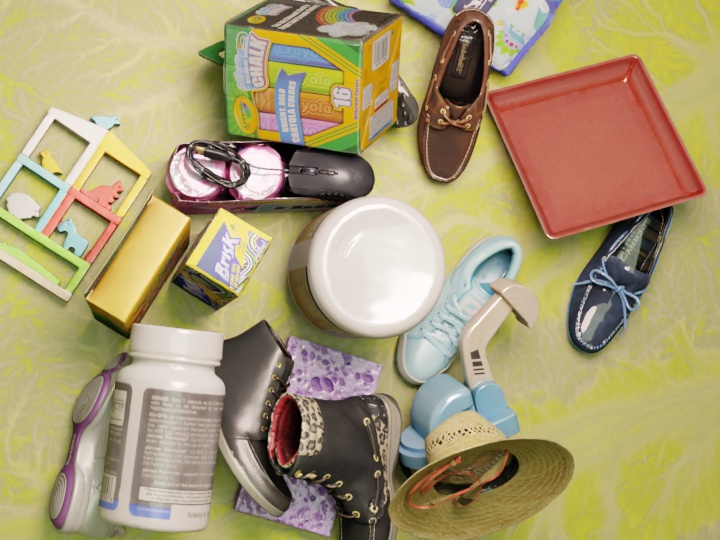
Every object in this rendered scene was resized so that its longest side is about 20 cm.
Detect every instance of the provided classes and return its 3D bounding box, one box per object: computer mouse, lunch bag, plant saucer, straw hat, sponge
[{"bbox_3d":[-0.081,-0.107,1.501,0.199,0.034,0.059,6,85,-11],"label":"computer mouse"},{"bbox_3d":[0.150,-0.346,1.646,0.170,0.127,0.200,32,94,-10],"label":"lunch bag"},{"bbox_3d":[0.264,-0.137,1.662,0.199,0.037,0.201,-16,67,-12],"label":"plant saucer"},{"bbox_3d":[0.113,0.192,1.491,0.200,0.201,0.085,-11,52,-12],"label":"straw hat"},{"bbox_3d":[-0.058,0.183,1.601,0.111,0.030,0.201,19,82,-9],"label":"sponge"}]

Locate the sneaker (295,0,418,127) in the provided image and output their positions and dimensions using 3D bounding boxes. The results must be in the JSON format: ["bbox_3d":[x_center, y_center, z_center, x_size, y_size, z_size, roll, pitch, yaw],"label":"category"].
[{"bbox_3d":[-0.002,-0.245,1.618,0.200,0.066,0.091,41,45,-1],"label":"sneaker"}]

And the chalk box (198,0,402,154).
[{"bbox_3d":[-0.070,-0.209,1.533,0.199,0.125,0.124,10,116,19],"label":"chalk box"}]

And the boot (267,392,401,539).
[{"bbox_3d":[-0.033,0.226,1.524,0.153,0.073,0.205,11,82,-45],"label":"boot"}]

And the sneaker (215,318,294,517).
[{"bbox_3d":[-0.101,0.153,1.540,0.106,0.075,0.200,-30,75,4],"label":"sneaker"}]

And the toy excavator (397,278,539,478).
[{"bbox_3d":[0.120,0.130,1.576,0.194,0.100,0.201,-22,110,-13],"label":"toy excavator"}]

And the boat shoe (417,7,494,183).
[{"bbox_3d":[0.105,-0.190,1.612,0.070,0.070,0.201,7,109,-2],"label":"boat shoe"}]

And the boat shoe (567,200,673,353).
[{"bbox_3d":[0.295,-0.001,1.668,0.084,0.069,0.201,24,81,-9],"label":"boat shoe"}]

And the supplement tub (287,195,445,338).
[{"bbox_3d":[0.000,0.000,1.540,0.144,0.200,0.145,0,88,-12],"label":"supplement tub"}]

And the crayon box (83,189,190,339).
[{"bbox_3d":[-0.227,-0.002,1.492,0.051,0.200,0.127,32,80,-2],"label":"crayon box"}]

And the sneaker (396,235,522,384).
[{"bbox_3d":[0.110,0.039,1.621,0.074,0.082,0.200,34,80,-6],"label":"sneaker"}]

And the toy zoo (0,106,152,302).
[{"bbox_3d":[-0.317,-0.084,1.574,0.131,0.020,0.200,34,80,-7],"label":"toy zoo"}]

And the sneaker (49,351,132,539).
[{"bbox_3d":[-0.262,0.188,1.548,0.099,0.075,0.201,21,81,-28],"label":"sneaker"}]

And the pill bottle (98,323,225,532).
[{"bbox_3d":[-0.198,0.158,1.477,0.113,0.114,0.201,8,86,-11],"label":"pill bottle"}]

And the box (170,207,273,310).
[{"bbox_3d":[-0.147,-0.009,1.511,0.064,0.200,0.070,32,79,-6],"label":"box"}]

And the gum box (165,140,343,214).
[{"bbox_3d":[-0.113,-0.100,1.570,0.199,0.113,0.066,-2,86,-12],"label":"gum box"}]
